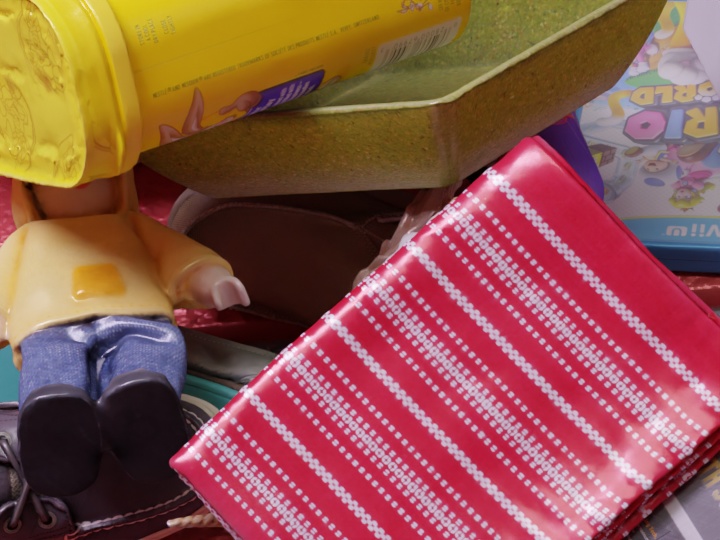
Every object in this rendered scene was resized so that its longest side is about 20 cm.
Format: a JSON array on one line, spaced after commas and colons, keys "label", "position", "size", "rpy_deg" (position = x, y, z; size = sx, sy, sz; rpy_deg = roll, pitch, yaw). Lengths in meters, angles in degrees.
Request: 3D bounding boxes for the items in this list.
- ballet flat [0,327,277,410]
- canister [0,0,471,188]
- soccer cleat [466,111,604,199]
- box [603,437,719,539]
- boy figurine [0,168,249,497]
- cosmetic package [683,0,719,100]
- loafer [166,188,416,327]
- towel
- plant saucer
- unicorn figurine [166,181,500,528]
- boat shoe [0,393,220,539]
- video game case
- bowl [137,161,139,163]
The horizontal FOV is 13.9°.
[{"label": "ballet flat", "position": [-0.100, 0.049, 1.326], "size": [0.199, 0.068, 0.064], "rpy_deg": [19, 19, 27]}, {"label": "canister", "position": [-0.070, -0.109, 1.263], "size": [0.199, 0.087, 0.148], "rpy_deg": [-21, 19, -29]}, {"label": "soccer cleat", "position": [0.072, -0.089, 1.421], "size": [0.068, 0.073, 0.200], "rpy_deg": [15, 21, -24]}, {"label": "box", "position": [0.095, 0.115, 1.188], "size": [0.158, 0.048, 0.200], "rpy_deg": [-34, 42, 3]}, {"label": "boy figurine", "position": [-0.110, 0.008, 1.255], "size": [0.124, 0.065, 0.201], "rpy_deg": [-8, 40, -2]}, {"label": "cosmetic package", "position": [0.232, -0.089, 1.402], "size": [0.101, 0.074, 0.201], "rpy_deg": [-8, 44, -13]}, {"label": "loafer", "position": [0.000, 0.000, 1.357], "size": [0.199, 0.076, 0.068], "rpy_deg": [6, 36, 16]}, {"label": "towel", "position": [0.045, 0.060, 1.150], "size": [0.200, 0.022, 0.145], "rpy_deg": [-42, 84, -8]}, {"label": "plant saucer", "position": [0.019, -0.080, 1.328], "size": [0.199, 0.048, 0.199], "rpy_deg": [-1, 21, 39]}, {"label": "unicorn figurine", "position": [0.013, 0.045, 1.221], "size": [0.137, 0.074, 0.200], "rpy_deg": [-42, 9, 22]}, {"label": "boat shoe", "position": [-0.153, 0.091, 1.257], "size": [0.199, 0.072, 0.065], "rpy_deg": [-5, -1, 14]}, {"label": "video game case", "position": [0.174, -0.070, 1.457], "size": [0.142, 0.018, 0.201], "rpy_deg": [3, 42, 11]}, {"label": "bowl", "position": [-0.140, -0.111, 1.492], "size": [0.199, 0.095, 0.201], "rpy_deg": [-5, 40, 4]}]
